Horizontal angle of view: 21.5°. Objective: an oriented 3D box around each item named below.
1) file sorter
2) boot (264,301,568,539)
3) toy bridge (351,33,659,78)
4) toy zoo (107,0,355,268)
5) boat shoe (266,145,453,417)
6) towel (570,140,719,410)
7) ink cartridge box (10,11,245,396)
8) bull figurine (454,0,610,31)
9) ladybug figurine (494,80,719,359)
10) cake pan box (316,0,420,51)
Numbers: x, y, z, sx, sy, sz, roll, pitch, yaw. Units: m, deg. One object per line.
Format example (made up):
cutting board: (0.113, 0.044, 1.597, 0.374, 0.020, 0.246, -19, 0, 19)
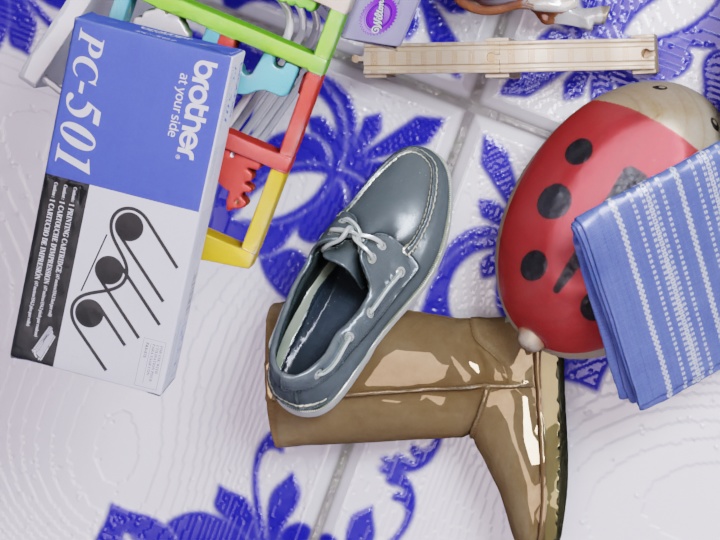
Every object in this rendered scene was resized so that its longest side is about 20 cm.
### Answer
file sorter: (-0.101, -0.148, 1.206, 0.124, 0.200, 0.139, 37, 102, 2)
boot: (0.038, 0.107, 1.270, 0.199, 0.066, 0.176, -1, 83, 12)
toy bridge: (0.092, -0.138, 1.229, 0.199, 0.067, 0.027, 0, 96, 12)
toy zoo: (-0.098, -0.089, 1.103, 0.131, 0.020, 0.201, 22, 103, 3)
boat shoe: (0.000, 0.000, 1.236, 0.073, 0.062, 0.201, 26, 77, 19)
towel: (0.229, -0.015, 1.168, 0.199, 0.024, 0.145, -28, 119, -11)
ink cartridge box: (-0.134, -0.038, 1.085, 0.093, 0.044, 0.201, 14, 102, 3)
bull figurine: (0.126, -0.253, 1.211, 0.121, 0.065, 0.201, 22, 100, 9)
ladybug figurine: (0.161, -0.034, 1.201, 0.135, 0.072, 0.201, 31, 85, 10)
cake pan box: (-0.005, -0.262, 1.142, 0.200, 0.052, 0.185, 52, 126, 42)
